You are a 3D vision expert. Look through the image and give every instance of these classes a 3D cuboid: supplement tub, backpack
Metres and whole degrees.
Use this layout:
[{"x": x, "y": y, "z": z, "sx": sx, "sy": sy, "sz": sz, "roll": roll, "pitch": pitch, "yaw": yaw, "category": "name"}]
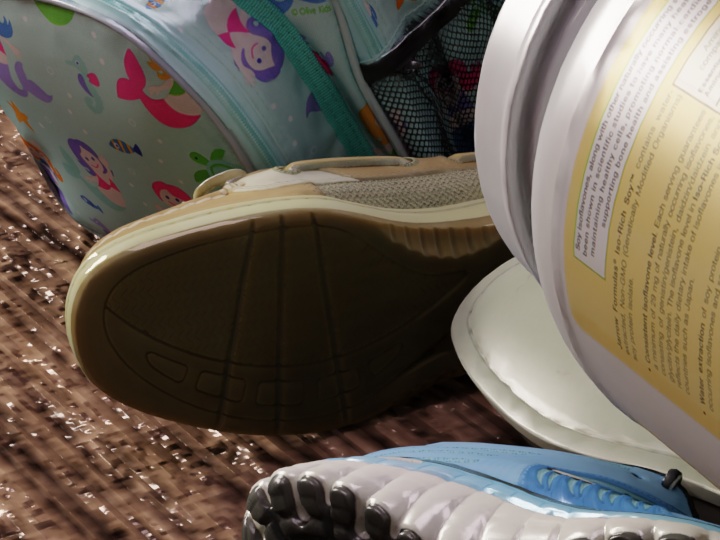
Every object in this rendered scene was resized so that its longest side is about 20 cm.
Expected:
[{"x": 0.125, "y": -0.006, "z": 0.576, "sx": 0.145, "sy": 0.146, "sz": 0.200, "roll": -15, "pitch": 31, "yaw": -24, "category": "supplement tub"}, {"x": -0.042, "y": -0.095, "z": 0.888, "sx": 0.177, "sy": 0.201, "sz": 0.151, "roll": 19, "pitch": 53, "yaw": 39, "category": "backpack"}]

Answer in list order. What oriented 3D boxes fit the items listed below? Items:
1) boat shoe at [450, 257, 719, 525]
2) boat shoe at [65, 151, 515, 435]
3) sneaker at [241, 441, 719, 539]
[{"x": 0.100, "y": 0.047, "z": 0.724, "sx": 0.072, "sy": 0.061, "sz": 0.201, "roll": -45, "pitch": 36, "yaw": -16, "category": "boat shoe"}, {"x": 0.001, "y": -0.002, "z": 0.824, "sx": 0.200, "sy": 0.074, "sz": 0.063, "roll": -12, "pitch": 28, "yaw": -24, "category": "boat shoe"}, {"x": 0.069, "y": 0.074, "z": 0.647, "sx": 0.199, "sy": 0.079, "sz": 0.090, "roll": 17, "pitch": 27, "yaw": 36, "category": "sneaker"}]
